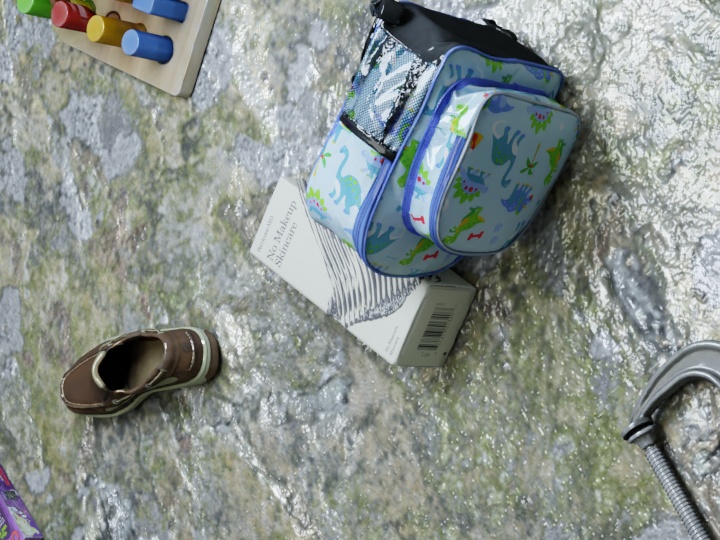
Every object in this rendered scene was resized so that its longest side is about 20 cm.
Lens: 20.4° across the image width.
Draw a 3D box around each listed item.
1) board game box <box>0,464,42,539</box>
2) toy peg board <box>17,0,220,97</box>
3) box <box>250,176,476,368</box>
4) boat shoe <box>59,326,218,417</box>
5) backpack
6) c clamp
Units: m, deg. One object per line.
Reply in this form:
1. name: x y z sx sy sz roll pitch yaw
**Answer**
1. board game box: -0.407 0.301 2.070 0.200 0.032 0.120 -54 50 25
2. toy peg board: -0.230 -0.294 1.920 0.199 0.098 0.201 28 105 40
3. box: 0.000 0.000 1.703 0.200 0.068 0.083 35 110 38
4. boat shoe: -0.227 0.090 1.895 0.202 0.075 0.075 -22 71 39
5. backpack: 0.061 -0.090 1.579 0.147 0.183 0.201 41 112 33
6. c clamp: 0.254 0.161 1.486 0.171 0.027 0.201 -38 62 33
